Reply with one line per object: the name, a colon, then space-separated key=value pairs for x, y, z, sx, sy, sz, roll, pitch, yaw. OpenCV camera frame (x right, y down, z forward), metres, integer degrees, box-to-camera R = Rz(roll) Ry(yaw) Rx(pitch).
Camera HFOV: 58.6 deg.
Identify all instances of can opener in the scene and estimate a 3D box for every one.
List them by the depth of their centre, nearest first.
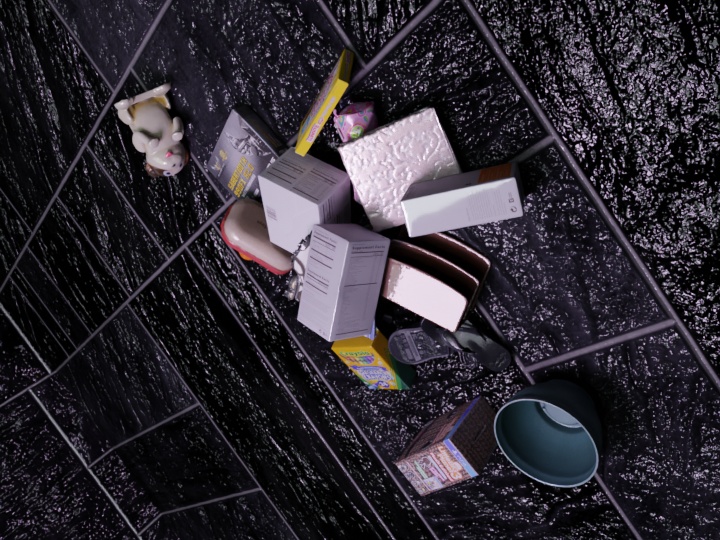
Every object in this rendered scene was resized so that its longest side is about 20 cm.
can opener: x=0.043 y=0.067 z=1.434 sx=0.063 sy=0.078 sz=0.200 roll=-112 pitch=34 yaw=-41

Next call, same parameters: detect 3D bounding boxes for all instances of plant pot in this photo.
plant pot: x=0.379 y=0.295 z=1.245 sx=0.200 sy=0.134 sz=0.201 roll=19 pitch=127 yaw=28

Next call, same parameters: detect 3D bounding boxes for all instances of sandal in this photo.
sandal: x=0.217 y=0.140 z=1.307 sx=0.200 sy=0.043 sz=0.076 roll=27 pitch=111 yaw=4

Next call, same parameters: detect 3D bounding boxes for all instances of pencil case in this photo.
pencil case: x=0.007 y=-0.227 z=1.246 sx=0.087 sy=0.087 sz=0.200 roll=4 pitch=121 yaw=37

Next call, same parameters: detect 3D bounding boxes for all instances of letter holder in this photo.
letter holder: x=0.136 y=0.004 z=1.260 sx=0.200 sy=0.101 sz=0.142 roll=27 pitch=118 yaw=18

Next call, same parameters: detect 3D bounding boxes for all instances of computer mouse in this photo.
computer mouse: x=0.157 y=0.153 z=1.398 sx=0.200 sy=0.053 sz=0.139 roll=-11 pitch=107 yaw=29

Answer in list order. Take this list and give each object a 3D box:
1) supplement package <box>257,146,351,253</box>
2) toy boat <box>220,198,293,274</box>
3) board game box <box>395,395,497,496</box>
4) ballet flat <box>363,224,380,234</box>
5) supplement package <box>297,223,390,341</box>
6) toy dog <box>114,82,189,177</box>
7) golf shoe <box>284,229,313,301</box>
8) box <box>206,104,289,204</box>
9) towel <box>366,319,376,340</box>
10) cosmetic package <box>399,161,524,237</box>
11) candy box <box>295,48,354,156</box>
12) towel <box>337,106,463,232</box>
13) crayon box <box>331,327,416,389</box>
supplement package: x=-0.111 y=-0.129 z=1.352 sx=0.156 sy=0.111 sz=0.200 roll=28 pitch=146 yaw=22
toy boat: x=-0.239 y=-0.065 z=1.490 sx=0.200 sy=0.131 sz=0.131 roll=32 pitch=141 yaw=-19
board game box: x=0.202 y=0.392 z=1.430 sx=0.097 sy=0.159 sz=0.200 roll=50 pitch=135 yaw=2
ballet flat: x=0.000 y=0.000 z=1.369 sx=0.068 sy=0.072 sz=0.200 roll=22 pitch=112 yaw=38
supplement package: x=-0.034 y=0.019 z=1.242 sx=0.109 sy=0.114 sz=0.200 roll=28 pitch=113 yaw=43
toy dog: x=-0.502 y=-0.325 z=1.559 sx=0.194 sy=0.139 sz=0.200 roll=-1 pitch=117 yaw=53
golf shoe: x=-0.093 y=-0.001 z=1.310 sx=0.094 sy=0.078 sz=0.200 roll=29 pitch=142 yaw=10
box: x=-0.258 y=-0.252 z=1.469 sx=0.158 sy=0.048 sz=0.200 roll=46 pitch=135 yaw=5
towel: x=-0.049 y=0.059 z=1.384 sx=0.200 sy=0.024 sz=0.145 roll=23 pitch=136 yaw=26
cosmetic package: x=0.179 y=-0.124 z=1.121 sx=0.200 sy=0.101 sz=0.071 roll=-11 pitch=111 yaw=19
candy box: x=-0.071 y=-0.322 z=1.242 sx=0.026 sy=0.102 sz=0.200 roll=21 pitch=139 yaw=-19
towel: x=0.081 y=-0.183 z=1.191 sx=0.200 sy=0.032 sz=0.191 roll=-18 pitch=113 yaw=19
crayon box: x=0.023 y=0.199 z=1.479 sx=0.126 sy=0.052 sz=0.200 roll=-9 pitch=132 yaw=42
